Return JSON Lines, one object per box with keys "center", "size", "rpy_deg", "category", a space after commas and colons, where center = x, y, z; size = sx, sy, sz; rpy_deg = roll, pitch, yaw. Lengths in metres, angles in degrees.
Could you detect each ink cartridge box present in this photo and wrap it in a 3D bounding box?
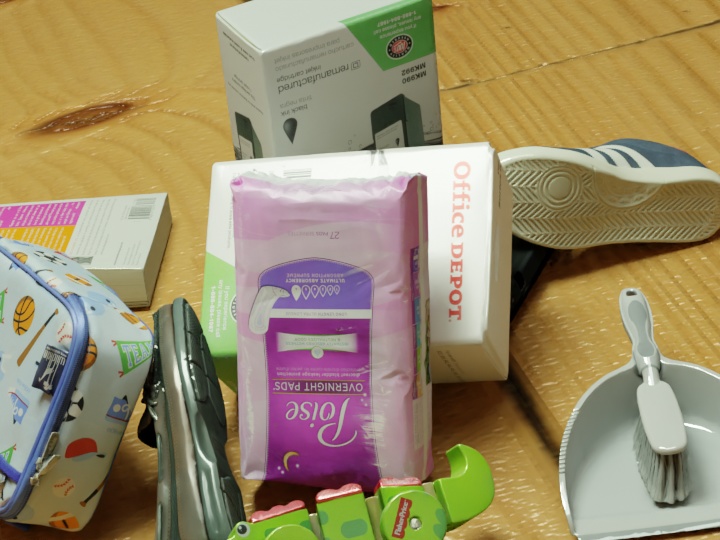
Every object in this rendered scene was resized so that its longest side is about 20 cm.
{"center": [0.000, 0.000, 1.462], "size": [0.198, 0.084, 0.147], "rpy_deg": [-3, 68, 15], "category": "ink cartridge box"}
{"center": [-0.017, -0.109, 1.614], "size": [0.145, 0.201, 0.084], "rpy_deg": [-21, 35, -21], "category": "ink cartridge box"}

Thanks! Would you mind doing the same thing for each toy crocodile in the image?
{"center": [-0.014, 0.154, 1.278], "size": [0.198, 0.062, 0.068], "rpy_deg": [-14, -14, -10], "category": "toy crocodile"}

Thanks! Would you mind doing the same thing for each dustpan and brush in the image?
{"center": [0.187, 0.083, 1.374], "size": [0.138, 0.058, 0.200], "rpy_deg": [-8, 30, 2], "category": "dustpan and brush"}

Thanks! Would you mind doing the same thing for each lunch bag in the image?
{"center": [-0.215, 0.076, 1.405], "size": [0.075, 0.161, 0.200], "rpy_deg": [18, 10, -34], "category": "lunch bag"}

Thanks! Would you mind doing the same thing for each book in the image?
{"center": [-0.253, -0.015, 1.667], "size": [0.198, 0.048, 0.134], "rpy_deg": [-4, 28, 6], "category": "book"}

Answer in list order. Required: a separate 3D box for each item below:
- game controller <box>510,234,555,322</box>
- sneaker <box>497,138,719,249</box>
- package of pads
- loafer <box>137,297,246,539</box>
{"center": [0.076, 0.005, 1.566], "size": [0.104, 0.042, 0.200], "rpy_deg": [-8, 26, 30], "category": "game controller"}
{"center": [0.168, -0.063, 1.589], "size": [0.199, 0.075, 0.085], "rpy_deg": [6, 25, -22], "category": "sneaker"}
{"center": [-0.018, 0.036, 1.361], "size": [0.120, 0.202, 0.076], "rpy_deg": [1, 8, 16], "category": "package of pads"}
{"center": [-0.117, 0.106, 1.360], "size": [0.062, 0.072, 0.201], "rpy_deg": [-19, 54, 6], "category": "loafer"}
